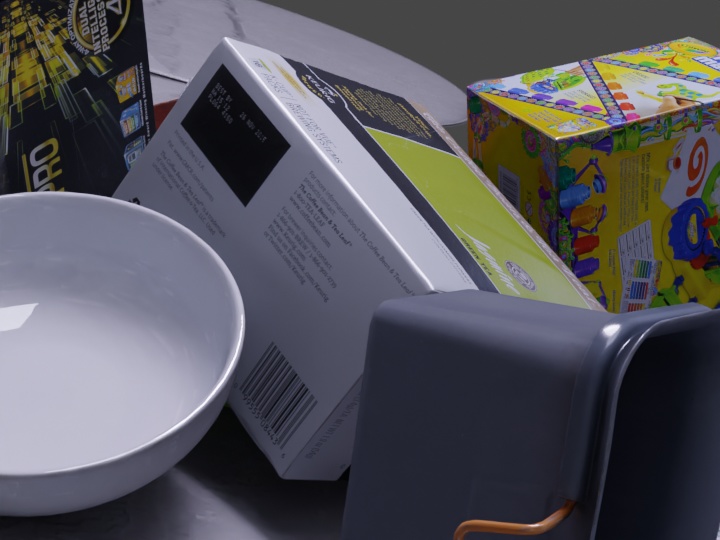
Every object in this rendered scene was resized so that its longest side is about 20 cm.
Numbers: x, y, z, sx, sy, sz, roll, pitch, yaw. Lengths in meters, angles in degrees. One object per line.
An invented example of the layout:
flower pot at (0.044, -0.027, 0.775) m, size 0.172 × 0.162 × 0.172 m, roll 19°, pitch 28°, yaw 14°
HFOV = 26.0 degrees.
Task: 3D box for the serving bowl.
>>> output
serving bowl at (-0.155, 0.047, 0.752) m, size 0.198 × 0.066 × 0.201 m, roll 4°, pitch 40°, yaw -3°

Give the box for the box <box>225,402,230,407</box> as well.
box at (-0.103, 0.021, 0.978) m, size 0.121 × 0.048 × 0.200 m, roll 16°, pitch 16°, yaw -7°

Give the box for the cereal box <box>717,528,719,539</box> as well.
cereal box at (0.207, 0.152, 0.877) m, size 0.143 × 0.040 × 0.200 m, roll 22°, pitch 17°, yaw 11°

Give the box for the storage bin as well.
storage bin at (0.061, 0.102, 0.652) m, size 0.133 × 0.202 × 0.145 m, roll 14°, pitch 12°, yaw 35°

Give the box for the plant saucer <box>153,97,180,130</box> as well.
plant saucer at (-0.066, -0.065, 1.026) m, size 0.198 × 0.037 × 0.199 m, roll -10°, pitch -18°, yaw 31°

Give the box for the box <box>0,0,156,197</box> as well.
box at (-0.183, -0.075, 0.854) m, size 0.049 × 0.202 × 0.161 m, roll 26°, pitch 44°, yaw 30°

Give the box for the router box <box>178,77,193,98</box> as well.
router box at (-0.046, -0.088, 1.198) m, size 0.149 × 0.051 × 0.199 m, roll 36°, pitch -13°, yaw -28°

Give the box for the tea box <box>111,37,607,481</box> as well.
tea box at (0.000, 0.000, 0.861) m, size 0.196 × 0.134 × 0.200 m, roll 10°, pitch 35°, yaw -52°

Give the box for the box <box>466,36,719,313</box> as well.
box at (0.186, -0.035, 1.090) m, size 0.191 × 0.202 × 0.122 m, roll -14°, pitch 27°, yaw -21°
